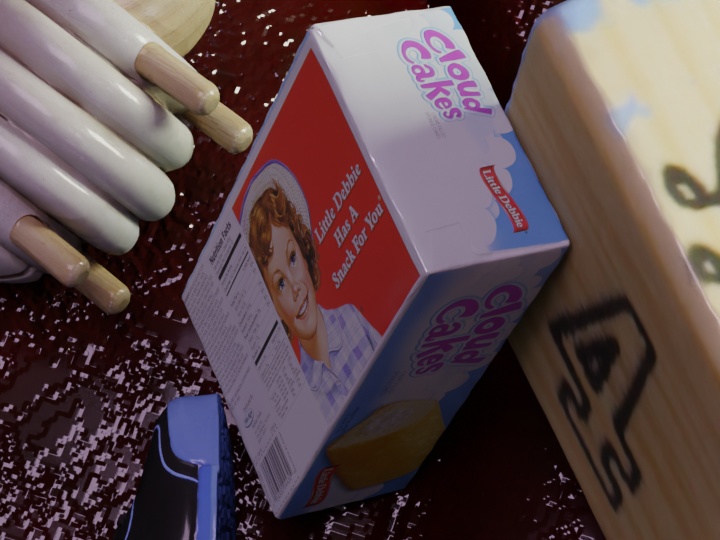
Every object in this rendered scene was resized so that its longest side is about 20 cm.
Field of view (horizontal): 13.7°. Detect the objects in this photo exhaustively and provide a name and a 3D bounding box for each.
[{"bbox_3d":[0.174,0.002,1.157,0.194,0.197,0.201,-20,66,-16],"label":"alphabet block"},{"bbox_3d":[-0.134,-0.058,1.293,0.138,0.138,0.200,37,85,21],"label":"toy sheep"},{"bbox_3d":[0.000,0.000,1.204,0.067,0.200,0.116,-11,63,-26],"label":"snack cake box"},{"bbox_3d":[-0.094,0.146,1.235,0.077,0.070,0.201,2,69,5],"label":"sneaker"}]
